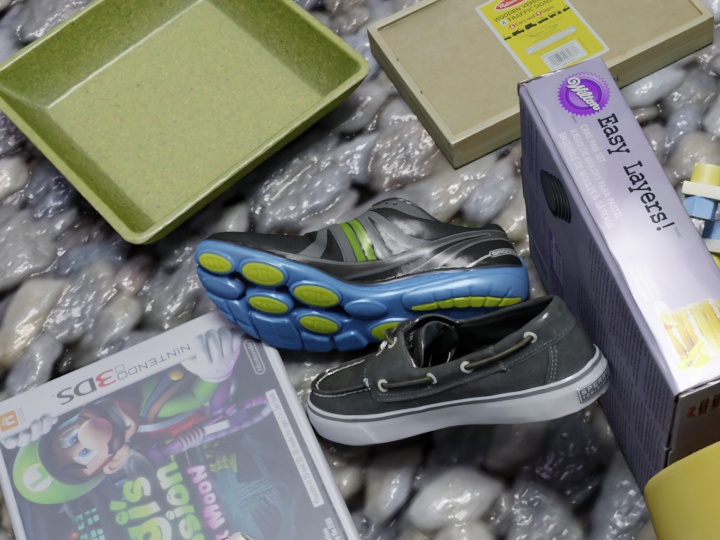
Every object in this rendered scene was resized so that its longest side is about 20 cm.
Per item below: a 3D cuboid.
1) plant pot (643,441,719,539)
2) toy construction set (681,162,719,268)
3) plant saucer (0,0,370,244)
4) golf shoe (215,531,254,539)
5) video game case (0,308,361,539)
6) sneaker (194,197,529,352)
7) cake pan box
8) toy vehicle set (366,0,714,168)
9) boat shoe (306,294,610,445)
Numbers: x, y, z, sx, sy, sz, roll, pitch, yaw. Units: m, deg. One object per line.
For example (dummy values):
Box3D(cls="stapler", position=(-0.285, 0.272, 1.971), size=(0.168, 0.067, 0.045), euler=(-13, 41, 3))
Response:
Box3D(cls="plant pot", position=(0.252, 0.160, 0.659), size=(0.201, 0.201, 0.189), euler=(-15, 71, 1))
Box3D(cls="toy construction set", position=(0.281, -0.005, 0.784), size=(0.200, 0.131, 0.092), euler=(33, 105, 46))
Box3D(cls="plant saucer", position=(-0.124, -0.119, 0.989), size=(0.200, 0.048, 0.200), euler=(-38, 58, -15))
Box3D(cls="golf shoe", position=(-0.082, 0.171, 0.736), size=(0.200, 0.092, 0.073), euler=(4, 12, -9))
Box3D(cls="video game case", position=(-0.112, 0.127, 0.839), size=(0.182, 0.023, 0.200), euler=(-24, 56, -5))
Box3D(cls="sneaker", position=(0.000, 0.000, 0.873), size=(0.199, 0.071, 0.083), euler=(1, 44, -4))
Box3D(cls="cake pan box", position=(0.140, 0.018, 0.757), size=(0.052, 0.200, 0.184), euler=(-19, 61, -2))
Box3D(cls="toy vehicle set", position=(0.120, -0.160, 0.983), size=(0.200, 0.027, 0.124), euler=(-26, 56, -7))
Box3D(cls="boat shoe", position=(0.043, 0.051, 0.790), size=(0.200, 0.057, 0.069), euler=(-12, 23, 41))
